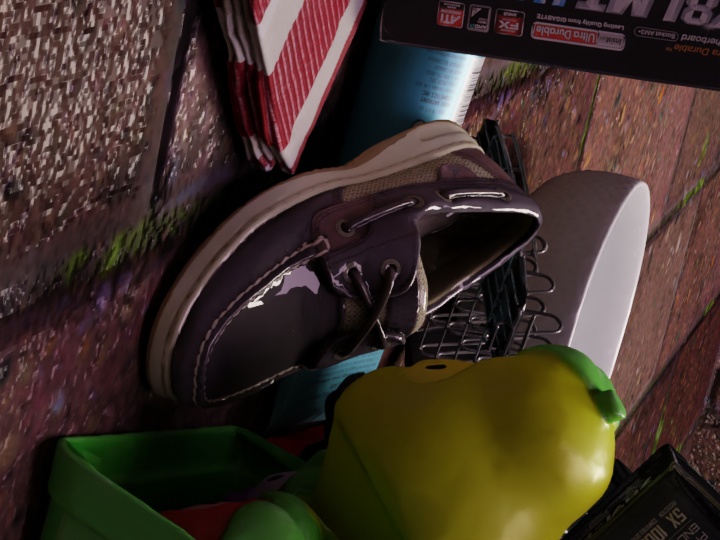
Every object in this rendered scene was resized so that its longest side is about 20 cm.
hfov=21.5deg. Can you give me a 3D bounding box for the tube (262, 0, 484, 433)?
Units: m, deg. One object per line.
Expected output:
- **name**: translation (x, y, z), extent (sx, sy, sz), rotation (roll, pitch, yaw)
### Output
- **tube**: translation (0.007, -0.021, 0.847), extent (0.077, 0.050, 0.200), rotation (-2, 113, -53)

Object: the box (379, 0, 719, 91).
- **box**: translation (0.118, -0.174, 0.745), extent (0.050, 0.200, 0.199), rotation (-46, 143, -73)

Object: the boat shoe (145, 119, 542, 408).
- **boat shoe**: translation (0.000, 0.000, 0.744), extent (0.200, 0.065, 0.072), rotation (-31, 142, -45)

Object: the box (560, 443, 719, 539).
- **box**: translation (0.082, 0.169, 0.765), extent (0.200, 0.086, 0.164), rotation (-43, 172, 3)

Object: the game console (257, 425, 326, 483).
- **game console**: translation (-0.042, 0.170, 0.902), extent (0.177, 0.031, 0.200), rotation (4, 103, -73)

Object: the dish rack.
- **dish rack**: translation (0.065, 0.031, 0.946), extent (0.153, 0.055, 0.200), rotation (-97, -164, -44)

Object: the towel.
- **towel**: translation (-0.020, -0.143, 0.675), extent (0.200, 0.023, 0.144), rotation (82, 27, -60)

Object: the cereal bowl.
- **cereal bowl**: translation (0.111, 0.028, 1.174), extent (0.200, 0.083, 0.200), rotation (17, 90, -75)

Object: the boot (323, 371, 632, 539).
- **boot**: translation (0.026, 0.139, 0.880), extent (0.198, 0.073, 0.162), rotation (21, 119, -37)

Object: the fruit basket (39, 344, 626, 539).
- **fruit basket**: translation (-0.009, 0.091, 0.698), extent (0.216, 0.155, 0.216), rotation (-52, 164, -21)
